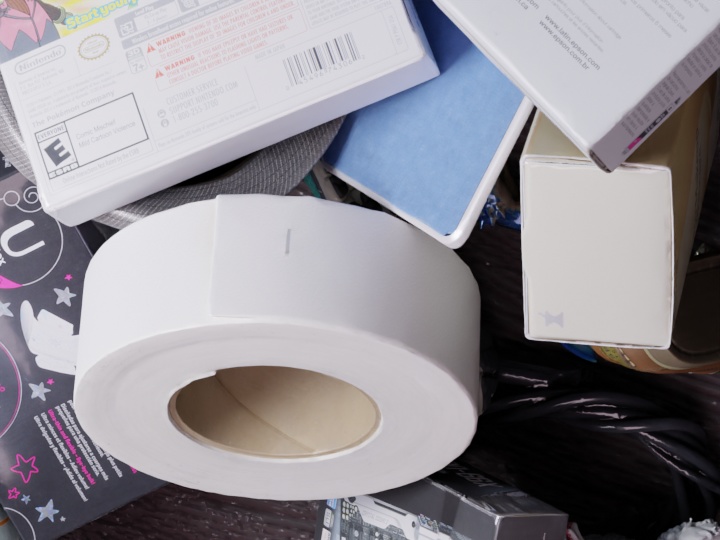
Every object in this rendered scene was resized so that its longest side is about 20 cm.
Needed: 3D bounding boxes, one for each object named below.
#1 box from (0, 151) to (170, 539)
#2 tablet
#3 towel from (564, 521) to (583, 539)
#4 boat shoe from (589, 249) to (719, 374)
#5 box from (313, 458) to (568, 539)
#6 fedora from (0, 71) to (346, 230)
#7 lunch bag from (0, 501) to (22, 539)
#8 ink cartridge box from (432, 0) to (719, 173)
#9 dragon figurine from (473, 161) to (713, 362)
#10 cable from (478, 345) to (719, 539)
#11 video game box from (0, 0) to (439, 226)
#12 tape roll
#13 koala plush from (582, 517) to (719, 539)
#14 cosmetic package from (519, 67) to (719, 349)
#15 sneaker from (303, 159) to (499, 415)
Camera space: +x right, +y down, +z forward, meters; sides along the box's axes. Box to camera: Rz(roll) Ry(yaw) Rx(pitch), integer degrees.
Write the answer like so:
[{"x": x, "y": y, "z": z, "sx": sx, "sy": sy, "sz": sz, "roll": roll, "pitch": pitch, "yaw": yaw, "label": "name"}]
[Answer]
[{"x": -0.174, "y": 0.021, "z": 1.582, "sx": 0.114, "sy": 0.132, "sz": 0.200, "roll": -24, "pitch": 115, "yaw": 5, "label": "box"}, {"x": 0.058, "y": -0.118, "z": 1.400, "sx": 0.014, "sy": 0.130, "sz": 0.200, "roll": 22, "pitch": 97, "yaw": -37, "label": "tablet"}, {"x": 0.096, "y": 0.245, "z": 1.556, "sx": 0.147, "sy": 0.030, "sz": 0.200, "roll": 56, "pitch": 133, "yaw": 24, "label": "towel"}, {"x": 0.202, "y": 0.015, "z": 1.487, "sx": 0.068, "sy": 0.200, "sz": 0.072, "roll": -15, "pitch": 78, "yaw": 55, "label": "boat shoe"}, {"x": 0.030, "y": 0.200, "z": 1.557, "sx": 0.050, "sy": 0.158, "sz": 0.201, "roll": 1, "pitch": 104, "yaw": -35, "label": "box"}, {"x": -0.097, "y": -0.095, "z": 1.494, "sx": 0.200, "sy": 0.177, "sz": 0.090, "roll": 26, "pitch": 166, "yaw": 11, "label": "fedora"}, {"x": -0.262, "y": 0.137, "z": 1.660, "sx": 0.122, "sy": 0.200, "sz": 0.171, "roll": -33, "pitch": 135, "yaw": -11, "label": "lunch bag"}, {"x": 0.115, "y": -0.178, "z": 1.322, "sx": 0.200, "sy": 0.043, "sz": 0.196, "roll": -43, "pitch": 63, "yaw": 3, "label": "ink cartridge box"}, {"x": 0.129, "y": 0.006, "z": 1.544, "sx": 0.099, "sy": 0.059, "sz": 0.200, "roll": -22, "pitch": 114, "yaw": 27, "label": "dragon figurine"}, {"x": 0.107, "y": 0.120, "z": 1.632, "sx": 0.199, "sy": 0.051, "sz": 0.164, "roll": 10, "pitch": 125, "yaw": 8, "label": "cable"}, {"x": -0.085, "y": -0.141, "z": 1.420, "sx": 0.199, "sy": 0.047, "sz": 0.183, "roll": -21, "pitch": 77, "yaw": 8, "label": "video game box"}, {"x": -0.040, "y": 0.041, "z": 1.453, "sx": 0.202, "sy": 0.071, "sz": 0.203, "roll": 3, "pitch": 151, "yaw": 1, "label": "tape roll"}, {"x": 0.150, "y": 0.226, "z": 1.618, "sx": 0.177, "sy": 0.184, "sz": 0.200, "roll": -11, "pitch": 115, "yaw": 30, "label": "koala plush"}, {"x": 0.128, "y": -0.059, "z": 1.413, "sx": 0.071, "sy": 0.200, "sz": 0.105, "roll": 4, "pitch": 125, "yaw": 12, "label": "cosmetic package"}, {"x": 0.000, "y": 0.000, "z": 1.556, "sx": 0.079, "sy": 0.077, "sz": 0.200, "roll": -13, "pitch": 106, "yaw": 34, "label": "sneaker"}]
